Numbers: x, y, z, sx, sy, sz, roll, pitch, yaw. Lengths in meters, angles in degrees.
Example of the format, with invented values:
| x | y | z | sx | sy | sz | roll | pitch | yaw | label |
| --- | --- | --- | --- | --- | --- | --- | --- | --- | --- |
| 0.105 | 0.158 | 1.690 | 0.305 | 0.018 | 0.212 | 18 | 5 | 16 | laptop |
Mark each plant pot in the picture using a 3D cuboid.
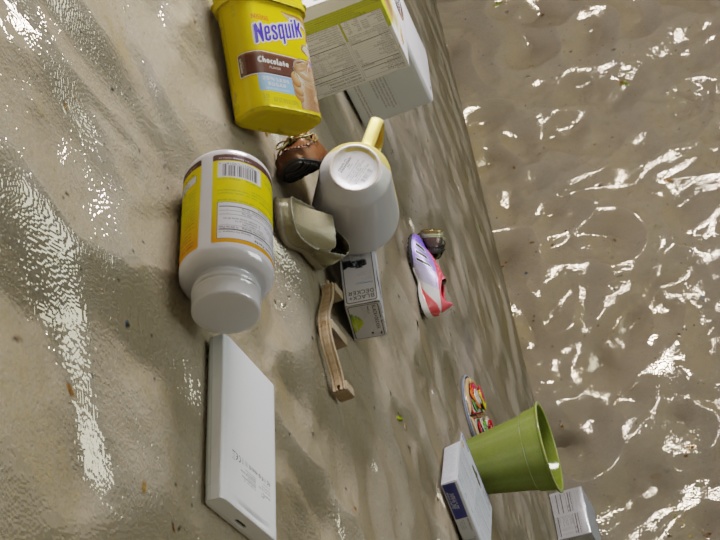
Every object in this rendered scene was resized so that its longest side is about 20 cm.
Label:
| x | y | z | sx | sy | sz | roll | pitch | yaw | label |
| --- | --- | --- | --- | --- | --- | --- | --- | --- | --- |
| 0.330 | 0.413 | 2.259 | 0.200 | 0.187 | 0.204 | -18 | 90 | -75 | plant pot |

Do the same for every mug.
| x | y | z | sx | sy | sz | roll | pitch | yaw | label |
| --- | --- | --- | --- | --- | --- | --- | --- | --- | --- |
| -0.013 | -0.143 | 1.641 | 0.154 | 0.147 | 0.190 | 90 | -14 | -66 | mug |

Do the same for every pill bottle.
| x | y | z | sx | sy | sz | roll | pitch | yaw | label |
| --- | --- | --- | --- | --- | --- | --- | --- | --- | --- |
| -0.153 | -0.032 | 1.172 | 0.110 | 0.107 | 0.203 | 55 | 24 | -48 | pill bottle |

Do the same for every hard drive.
| x | y | z | sx | sy | sz | roll | pitch | yaw | label |
| --- | --- | --- | --- | --- | --- | --- | --- | --- | --- |
| -0.133 | 0.191 | 1.155 | 0.132 | 0.026 | 0.203 | 56 | 23 | -48 | hard drive |

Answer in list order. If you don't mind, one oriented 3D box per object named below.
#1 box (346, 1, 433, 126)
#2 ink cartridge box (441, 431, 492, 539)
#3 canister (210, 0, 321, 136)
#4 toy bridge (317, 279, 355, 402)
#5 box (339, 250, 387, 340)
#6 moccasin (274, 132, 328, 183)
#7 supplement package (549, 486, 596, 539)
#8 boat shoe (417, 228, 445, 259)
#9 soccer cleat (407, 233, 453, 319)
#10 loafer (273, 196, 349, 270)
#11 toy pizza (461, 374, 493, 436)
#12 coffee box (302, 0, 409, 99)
| x | y | z | sx | sy | sz | roll | pitch | yaw | label |
| --- | --- | --- | --- | --- | --- | --- | --- | --- | --- |
| 0.043 | -0.471 | 2.236 | 0.200 | 0.169 | 0.202 | 58 | 21 | -43 | box |
| 0.217 | 0.463 | 2.086 | 0.200 | 0.043 | 0.199 | -68 | 138 | -70 | ink cartridge box |
| -0.136 | -0.312 | 1.520 | 0.147 | 0.086 | 0.204 | 3 | 70 | -46 | canister |
| -0.043 | 0.098 | 1.577 | 0.067 | 0.027 | 0.203 | 53 | 24 | -51 | toy bridge |
| 0.000 | 0.000 | 1.731 | 0.117 | 0.059 | 0.203 | 76 | 6 | -58 | box |
| -0.096 | -0.189 | 1.621 | 0.079 | 0.073 | 0.201 | 61 | 19 | -6 | moccasin |
| 0.691 | 0.808 | 3.272 | 0.201 | 0.109 | 0.158 | 55 | 23 | -50 | supplement package |
| 0.166 | -0.056 | 2.414 | 0.201 | 0.070 | 0.067 | 65 | 28 | -84 | boat shoe |
| 0.155 | 0.006 | 2.299 | 0.068 | 0.072 | 0.203 | 38 | 37 | -63 | soccer cleat |
| -0.074 | -0.064 | 1.566 | 0.200 | 0.067 | 0.077 | 42 | 34 | -62 | loafer |
| 0.291 | 0.350 | 2.489 | 0.200 | 0.031 | 0.204 | -18 | 91 | -75 | toy pizza |
| -0.034 | -0.480 | 1.915 | 0.199 | 0.197 | 0.202 | 58 | 21 | -43 | coffee box |
